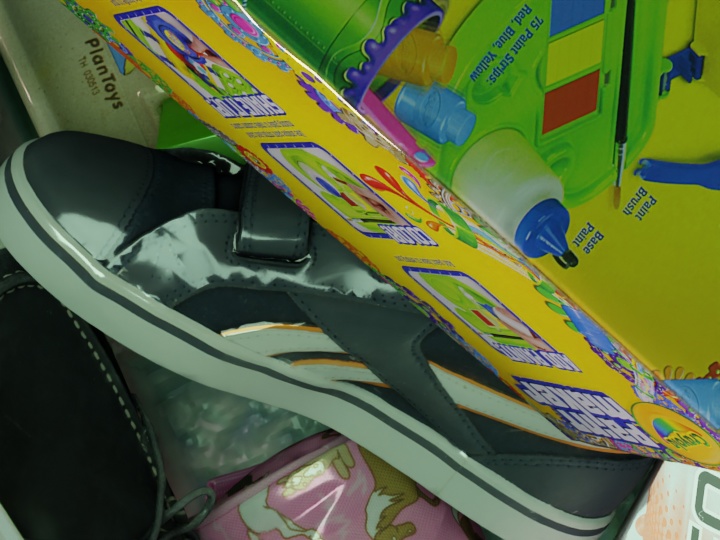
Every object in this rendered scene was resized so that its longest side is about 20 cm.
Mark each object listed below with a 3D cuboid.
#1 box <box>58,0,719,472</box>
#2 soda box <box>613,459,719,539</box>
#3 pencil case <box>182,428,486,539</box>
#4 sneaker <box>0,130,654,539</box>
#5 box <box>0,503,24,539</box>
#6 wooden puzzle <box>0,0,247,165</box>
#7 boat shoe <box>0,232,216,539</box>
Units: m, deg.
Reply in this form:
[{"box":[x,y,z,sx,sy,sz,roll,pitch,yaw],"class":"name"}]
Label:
[{"box":[0.065,-0.089,0.676,0.193,0.122,0.200,41,78,-16],"class":"box"},{"box":[0.129,0.038,0.803,0.063,0.068,0.200,28,96,6],"class":"soda box"},{"box":[0.024,0.137,0.816,0.086,0.083,0.200,-30,86,18],"class":"pencil case"},{"box":[0.000,0.000,0.773,0.200,0.079,0.080,27,116,-16],"class":"sneaker"},{"box":[-0.143,0.147,0.686,0.176,0.097,0.200,-30,82,-23],"class":"box"},{"box":[-0.001,-0.073,0.791,0.199,0.046,0.186,-17,123,7],"class":"wooden puzzle"},{"box":[-0.073,0.083,0.779,0.062,0.074,0.201,5,114,48],"class":"boat shoe"}]
